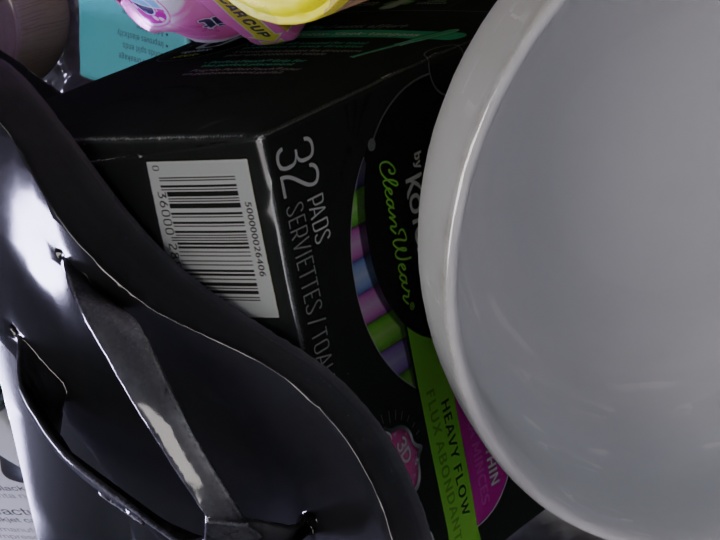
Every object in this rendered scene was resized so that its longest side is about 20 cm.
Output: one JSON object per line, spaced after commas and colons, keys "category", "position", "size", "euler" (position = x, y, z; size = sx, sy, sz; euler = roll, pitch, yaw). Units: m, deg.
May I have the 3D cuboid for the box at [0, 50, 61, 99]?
{"category": "box", "position": [-0.205, -0.040, 0.880], "size": [0.200, 0.048, 0.193], "euler": [-20, 135, 41]}

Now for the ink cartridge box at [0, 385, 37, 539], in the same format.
{"category": "ink cartridge box", "position": [-0.177, 0.021, 0.844], "size": [0.147, 0.083, 0.200], "euler": [0, 147, 22]}

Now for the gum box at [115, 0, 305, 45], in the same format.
{"category": "gum box", "position": [-0.035, -0.171, 0.648], "size": [0.066, 0.113, 0.200], "euler": [16, 78, 33]}

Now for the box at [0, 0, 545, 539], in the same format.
{"category": "box", "position": [0.000, 0.000, 0.704], "size": [0.124, 0.200, 0.149], "euler": [2, 109, 37]}

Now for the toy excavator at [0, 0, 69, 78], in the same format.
{"category": "toy excavator", "position": [-0.231, -0.125, 0.913], "size": [0.200, 0.100, 0.195], "euler": [-29, 91, 33]}

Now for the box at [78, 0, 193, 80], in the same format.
{"category": "box", "position": [-0.049, -0.161, 0.752], "size": [0.049, 0.082, 0.200], "euler": [18, 119, 31]}

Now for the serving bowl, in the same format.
{"category": "serving bowl", "position": [0.099, -0.026, 0.641], "size": [0.066, 0.200, 0.200], "euler": [-138, 43, -57]}

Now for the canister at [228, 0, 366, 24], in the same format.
{"category": "canister", "position": [0.046, -0.149, 0.603], "size": [0.087, 0.200, 0.149], "euler": [45, 130, 15]}

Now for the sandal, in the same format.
{"category": "sandal", "position": [-0.064, 0.029, 0.602], "size": [0.200, 0.043, 0.076], "euler": [43, 130, 15]}
